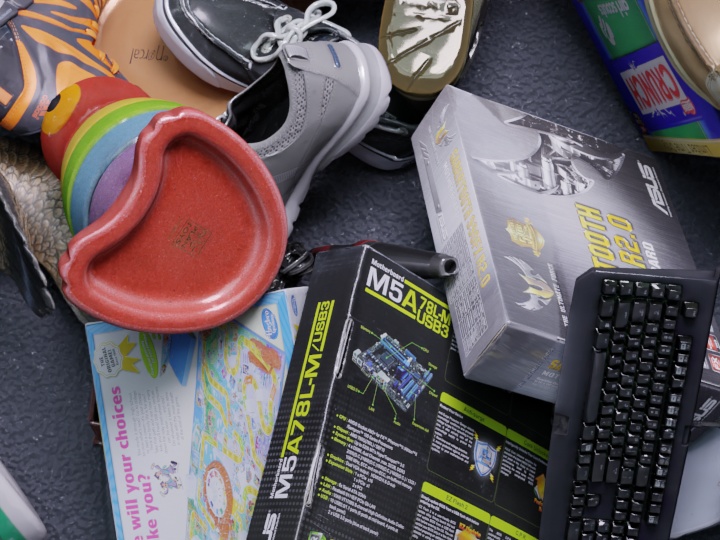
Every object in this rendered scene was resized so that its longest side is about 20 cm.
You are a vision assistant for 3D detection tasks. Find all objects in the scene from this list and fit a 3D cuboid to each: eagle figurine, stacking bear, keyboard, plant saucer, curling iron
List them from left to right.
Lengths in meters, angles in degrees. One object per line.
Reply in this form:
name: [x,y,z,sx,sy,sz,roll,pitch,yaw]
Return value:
eagle figurine: [-0.233,-0.039,1.096,0.199,0.151,0.152,12,45,22]
stacking bear: [-0.126,-0.053,1.005,0.122,0.113,0.200,-56,33,6]
plant saucer: [-0.121,-0.148,1.185,0.199,0.032,0.201,-2,66,5]
curling iron: [0.000,0.000,1.044,0.050,0.200,0.026,-39,111,-26]
keyboard: [0.166,0.085,0.942,0.126,0.201,0.021,1,35,-3]

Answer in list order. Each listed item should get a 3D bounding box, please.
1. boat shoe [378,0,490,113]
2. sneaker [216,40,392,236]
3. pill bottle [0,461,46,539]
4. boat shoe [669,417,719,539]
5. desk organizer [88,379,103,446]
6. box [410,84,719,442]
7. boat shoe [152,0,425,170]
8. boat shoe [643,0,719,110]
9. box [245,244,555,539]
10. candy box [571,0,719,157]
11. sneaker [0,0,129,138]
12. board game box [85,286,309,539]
boat shoe: [0.052,-0.194,1.097,0.071,0.066,0.202,11,75,4]
sneaker: [-0.070,-0.071,1.075,0.200,0.082,0.075,-51,47,29]
pill bottle: [-0.292,0.169,1.016,0.200,0.113,0.113,-36,68,-11]
boat shoe: [0.219,0.114,1.024,0.199,0.065,0.074,-15,74,21]
desk organizer: [-0.064,0.081,1.055,0.199,0.077,0.072,12,68,10]
box: [0.120,-0.007,1.018,0.158,0.048,0.201,18,39,-24]
boat shoe: [-0.039,-0.135,1.121,0.199,0.068,0.074,35,67,-1]
boat shoe: [0.229,-0.100,0.949,0.074,0.066,0.200,-43,101,-5]
box: [0.035,0.114,0.978,0.047,0.200,0.194,-12,58,44]
candy box: [0.182,-0.171,1.055,0.077,0.169,0.201,-31,98,-5]
sneaker: [-0.185,-0.153,1.141,0.112,0.078,0.200,43,51,-11]
board game box: [-0.078,0.118,0.999,0.134,0.034,0.201,-9,88,24]
